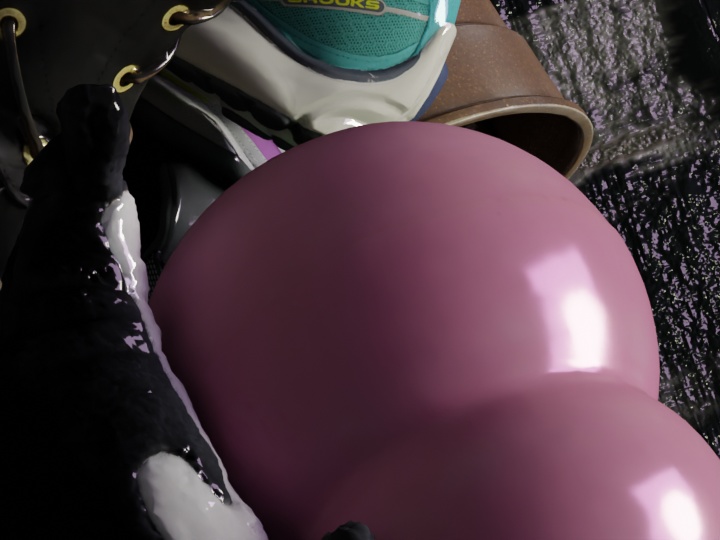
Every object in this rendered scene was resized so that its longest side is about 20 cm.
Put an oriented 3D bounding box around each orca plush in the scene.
[{"bbox_3d":[-0.054,0.061,0.591,0.071,0.105,0.201,-2,87,-51],"label":"orca plush"}]

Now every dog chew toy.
[{"bbox_3d":[0.029,0.063,0.639,0.200,0.124,0.125,60,-4,31],"label":"dog chew toy"}]

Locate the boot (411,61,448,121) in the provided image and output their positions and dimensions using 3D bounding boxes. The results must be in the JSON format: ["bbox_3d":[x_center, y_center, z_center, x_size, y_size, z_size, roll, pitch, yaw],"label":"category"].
[{"bbox_3d":[-0.062,-0.112,0.915,0.200,0.073,0.090,45,14,22],"label":"boot"}]

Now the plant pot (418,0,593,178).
[{"bbox_3d":[-0.025,-0.103,1.295,0.200,0.200,0.199,64,0,-72],"label":"plant pot"}]

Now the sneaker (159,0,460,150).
[{"bbox_3d":[-0.058,-0.103,0.831,0.200,0.080,0.078,31,-6,18],"label":"sneaker"}]

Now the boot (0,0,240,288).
[{"bbox_3d":[-0.049,-0.068,0.731,0.073,0.150,0.201,-102,174,-71],"label":"boot"}]

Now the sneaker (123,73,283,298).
[{"bbox_3d":[-0.035,-0.001,0.865,0.200,0.078,0.140,31,13,-1],"label":"sneaker"}]
